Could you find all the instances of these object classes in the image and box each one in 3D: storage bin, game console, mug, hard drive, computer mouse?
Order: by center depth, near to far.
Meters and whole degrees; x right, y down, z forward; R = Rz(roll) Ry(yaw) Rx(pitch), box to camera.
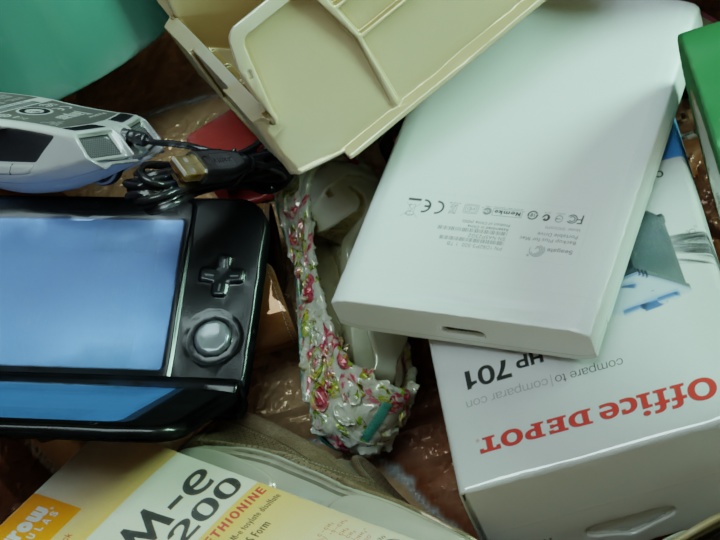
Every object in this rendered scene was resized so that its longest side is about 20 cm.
[{"bbox_3d":[0.079,-0.053,1.070,0.131,0.026,0.201,7,56,24],"label":"hard drive"},{"bbox_3d":[-0.158,0.020,1.074,0.198,0.117,0.177,2,63,11],"label":"game console"},{"bbox_3d":[-0.004,-0.165,1.117,0.198,0.094,0.200,-39,28,-2],"label":"storage bin"},{"bbox_3d":[-0.142,-0.058,1.142,0.199,0.044,0.109,11,19,30],"label":"computer mouse"},{"bbox_3d":[-0.182,-0.175,1.253,0.184,0.115,0.152,-32,21,-15],"label":"mug"}]

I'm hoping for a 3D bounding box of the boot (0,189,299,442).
[{"bbox_3d":[-0.121,-0.012,1.188,0.154,0.074,0.201,-21,64,4],"label":"boot"}]

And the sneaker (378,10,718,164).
[{"bbox_3d":[0.101,-0.083,1.169,0.199,0.080,0.087,-9,71,19],"label":"sneaker"}]

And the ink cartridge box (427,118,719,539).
[{"bbox_3d":[0.108,0.028,1.073,0.145,0.086,0.201,-16,51,7],"label":"ink cartridge box"}]

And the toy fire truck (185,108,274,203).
[{"bbox_3d":[-0.021,-0.135,1.249,0.199,0.049,0.141,-30,53,-4],"label":"toy fire truck"}]

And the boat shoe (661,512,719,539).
[{"bbox_3d":[0.105,0.172,0.990,0.199,0.063,0.073,-35,54,-6],"label":"boat shoe"}]

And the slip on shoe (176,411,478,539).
[{"bbox_3d":[-0.004,0.118,1.063,0.199,0.076,0.061,13,46,31],"label":"slip on shoe"}]

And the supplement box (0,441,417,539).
[{"bbox_3d":[-0.071,0.159,1.001,0.199,0.074,0.126,16,39,26],"label":"supplement box"}]

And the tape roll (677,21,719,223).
[{"bbox_3d":[0.193,-0.017,1.003,0.048,0.201,0.201,-16,53,7],"label":"tape roll"}]

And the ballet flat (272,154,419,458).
[{"bbox_3d":[0.000,0.000,1.133,0.075,0.064,0.201,9,55,-30],"label":"ballet flat"}]
